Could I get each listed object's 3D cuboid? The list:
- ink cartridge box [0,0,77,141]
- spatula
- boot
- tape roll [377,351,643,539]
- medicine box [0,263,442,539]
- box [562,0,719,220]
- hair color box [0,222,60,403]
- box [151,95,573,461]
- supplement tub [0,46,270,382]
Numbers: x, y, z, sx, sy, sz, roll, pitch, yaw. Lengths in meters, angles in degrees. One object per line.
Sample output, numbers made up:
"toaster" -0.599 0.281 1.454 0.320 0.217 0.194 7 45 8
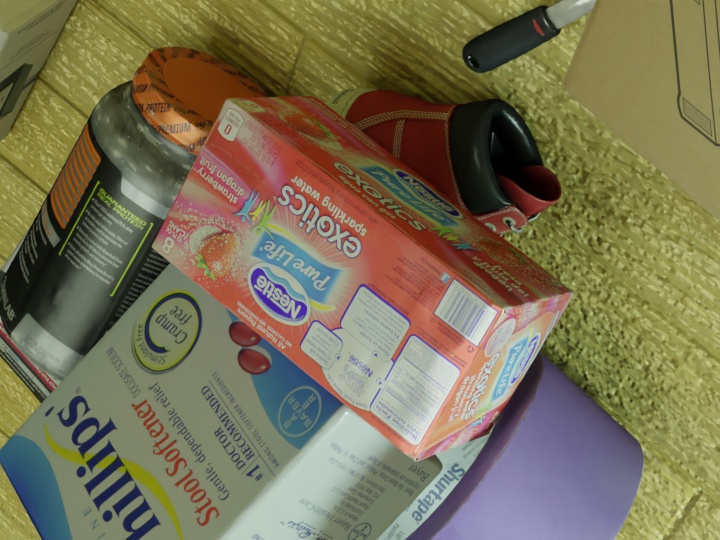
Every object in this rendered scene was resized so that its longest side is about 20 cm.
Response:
"ink cartridge box" -0.282 -0.169 1.474 0.146 0.084 0.200 46 142 4
"spatula" 0.112 -0.139 1.162 0.200 0.021 0.057 -23 104 52
"boot" 0.060 -0.007 1.291 0.144 0.072 0.201 8 123 39
"tape roll" 0.066 0.146 1.298 0.085 0.200 0.200 42 144 -10
"medicine box" -0.085 0.111 1.302 0.103 0.200 0.182 35 -169 -46
"box" 0.187 -0.111 1.059 0.163 0.021 0.201 43 142 21
"hair color box" -0.197 0.014 1.568 0.099 0.061 0.200 47 142 2
"box" 0.000 0.000 1.216 0.200 0.095 0.103 37 111 21
"supplement tub" -0.133 -0.030 1.380 0.122 0.122 0.200 39 119 11
